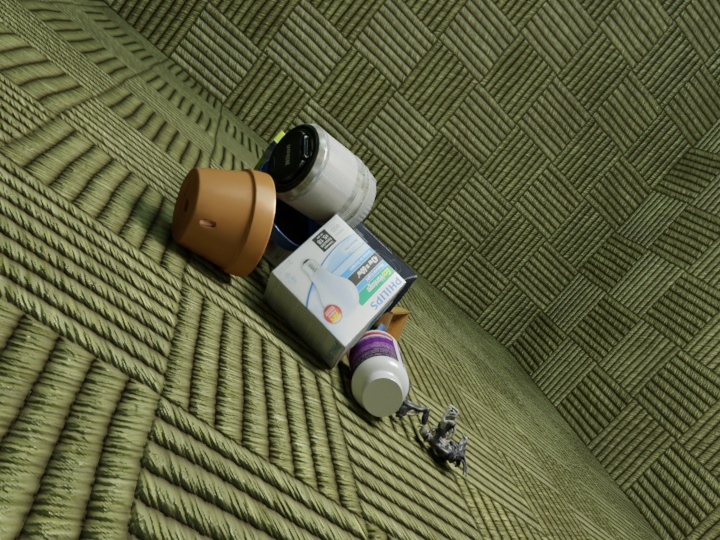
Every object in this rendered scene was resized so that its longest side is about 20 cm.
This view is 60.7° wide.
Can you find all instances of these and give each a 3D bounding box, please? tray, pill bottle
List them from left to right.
[{"bbox_3d":[0.034,0.202,1.201,0.112,0.113,0.200,39,10,-12],"label":"pill bottle"},{"bbox_3d":[0.078,0.149,1.643,0.036,0.101,0.200,24,4,17],"label":"tray"}]

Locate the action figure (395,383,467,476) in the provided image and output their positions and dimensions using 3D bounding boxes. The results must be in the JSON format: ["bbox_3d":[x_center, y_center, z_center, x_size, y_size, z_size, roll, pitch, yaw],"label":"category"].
[{"bbox_3d":[0.160,0.318,1.250,0.199,0.102,0.119,42,-2,8],"label":"action figure"}]

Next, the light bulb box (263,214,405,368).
[{"bbox_3d":[-0.052,0.040,1.214,0.200,0.198,0.125,43,-29,6],"label":"light bulb box"}]

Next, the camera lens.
[{"bbox_3d":[-0.081,-0.187,1.255,0.199,0.161,0.160,30,15,-45],"label":"camera lens"}]

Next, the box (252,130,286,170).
[{"bbox_3d":[-0.172,-0.240,1.426,0.121,0.048,0.199,40,-23,-11],"label":"box"}]

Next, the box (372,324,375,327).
[{"bbox_3d":[-0.009,0.059,1.699,0.200,0.035,0.110,44,-32,5],"label":"box"}]

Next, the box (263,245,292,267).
[{"bbox_3d":[-0.214,-0.113,1.515,0.200,0.128,0.109,43,8,4],"label":"box"}]

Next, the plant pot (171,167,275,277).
[{"bbox_3d":[-0.262,-0.102,1.144,0.138,0.203,0.201,14,24,-32],"label":"plant pot"}]

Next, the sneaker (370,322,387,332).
[{"bbox_3d":[0.039,0.190,1.445,0.079,0.075,0.200,49,17,-7],"label":"sneaker"}]

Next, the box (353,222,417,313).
[{"bbox_3d":[0.000,0.000,1.424,0.200,0.125,0.196,43,22,15],"label":"box"}]

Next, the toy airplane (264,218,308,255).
[{"bbox_3d":[-0.206,-0.129,1.358,0.199,0.143,0.197,40,40,21],"label":"toy airplane"}]

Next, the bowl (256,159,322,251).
[{"bbox_3d":[-0.156,-0.134,1.295,0.200,0.039,0.204,38,40,-39],"label":"bowl"}]
